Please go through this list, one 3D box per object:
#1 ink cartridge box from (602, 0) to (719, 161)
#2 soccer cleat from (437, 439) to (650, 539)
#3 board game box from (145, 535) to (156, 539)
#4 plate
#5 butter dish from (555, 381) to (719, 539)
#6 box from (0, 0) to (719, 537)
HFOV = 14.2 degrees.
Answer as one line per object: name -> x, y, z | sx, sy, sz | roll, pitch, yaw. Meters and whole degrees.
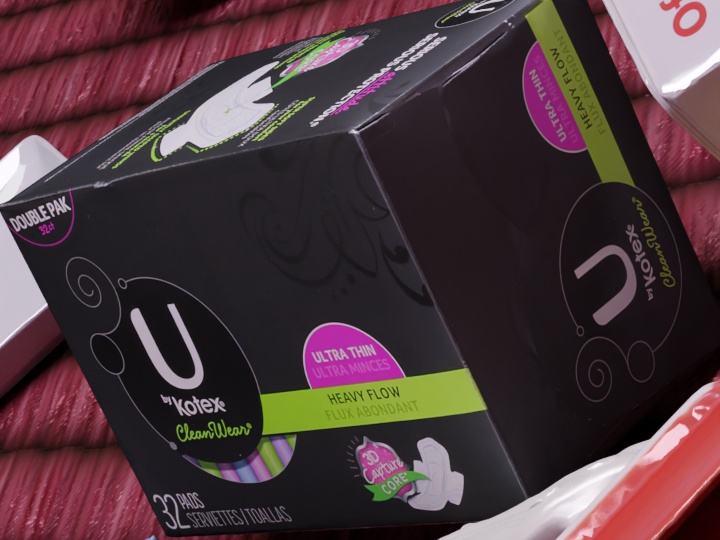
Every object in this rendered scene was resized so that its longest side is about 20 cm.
ink cartridge box -> 0.173, -0.131, 0.922 | 0.200, 0.084, 0.146 | -37, 38, 16
soccer cleat -> 0.051, 0.100, 0.913 | 0.200, 0.069, 0.078 | -35, 22, 17
board game box -> -0.167, 0.188, 1.000 | 0.196, 0.056, 0.200 | -23, 14, 21
plate -> -0.199, 0.027, 1.417 | 0.200, 0.032, 0.200 | -44, 25, -6
butter dish -> 0.097, 0.135, 0.716 | 0.199, 0.148, 0.200 | -46, -16, -11
box -> 0.000, 0.000, 1.022 | 0.200, 0.149, 0.124 | -9, 22, 49
